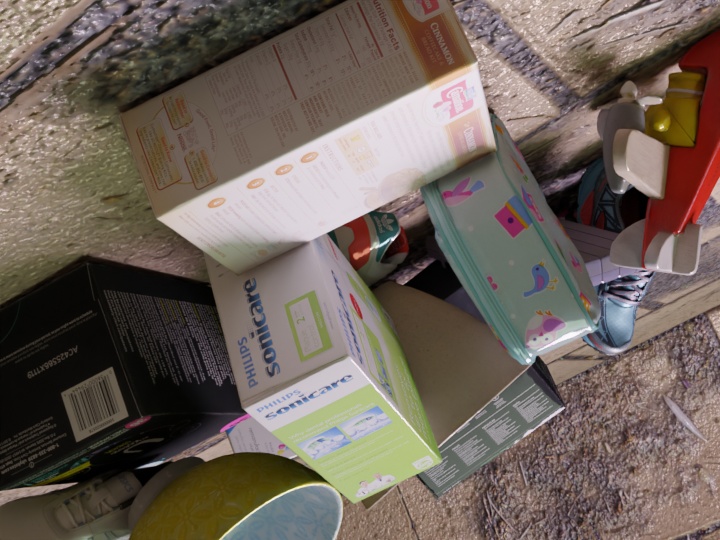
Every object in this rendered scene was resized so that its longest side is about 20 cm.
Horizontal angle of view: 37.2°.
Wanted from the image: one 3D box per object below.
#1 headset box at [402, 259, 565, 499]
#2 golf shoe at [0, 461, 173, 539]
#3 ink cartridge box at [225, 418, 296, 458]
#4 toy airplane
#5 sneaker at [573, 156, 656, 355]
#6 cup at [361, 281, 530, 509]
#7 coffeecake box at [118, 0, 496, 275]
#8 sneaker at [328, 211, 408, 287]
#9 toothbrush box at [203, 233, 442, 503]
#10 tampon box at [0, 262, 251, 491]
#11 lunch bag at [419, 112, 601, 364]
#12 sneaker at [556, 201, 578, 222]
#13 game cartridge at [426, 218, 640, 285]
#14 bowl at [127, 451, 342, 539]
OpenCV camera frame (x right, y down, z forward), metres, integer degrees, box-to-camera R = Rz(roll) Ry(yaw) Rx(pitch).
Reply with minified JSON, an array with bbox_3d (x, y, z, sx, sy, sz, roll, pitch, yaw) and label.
[{"bbox_3d":[0.083,0.106,1.121,0.174,0.200,0.093,-38,-158,12],"label":"headset box"},{"bbox_3d":[-0.221,0.190,0.849,0.097,0.078,0.199,-47,161,22],"label":"golf shoe"},{"bbox_3d":[-0.067,0.145,1.249,0.198,0.117,0.067,-21,-173,-10],"label":"ink cartridge box"},{"bbox_3d":[0.261,-0.094,0.922,0.199,0.140,0.201,-43,149,-26],"label":"toy airplane"},{"bbox_3d":[0.258,-0.013,1.062,0.078,0.203,0.095,-1,-176,-26],"label":"sneaker"},{"bbox_3d":[0.036,0.097,0.977,0.200,0.143,0.200,-40,171,-8],"label":"cup"},{"bbox_3d":[-0.023,-0.085,0.663,0.198,0.074,0.154,-25,164,5],"label":"coffeecake box"},{"bbox_3d":[0.000,-0.001,0.977,0.092,0.071,0.200,-16,161,-4],"label":"sneaker"},{"bbox_3d":[-0.026,0.065,0.801,0.085,0.147,0.200,-27,143,10],"label":"toothbrush box"},{"bbox_3d":[-0.202,0.091,0.878,0.149,0.127,0.200,-27,165,16],"label":"tampon box"},{"bbox_3d":[0.106,-0.032,0.805,0.077,0.161,0.200,-31,-166,13],"label":"lunch bag"},{"bbox_3d":[0.239,-0.030,1.149,0.120,0.084,0.200,-37,-174,33],"label":"sneaker"},{"bbox_3d":[0.165,-0.018,1.035,0.129,0.039,0.199,-20,-159,-24],"label":"game cartridge"},{"bbox_3d":[-0.119,0.210,0.836,0.199,0.107,0.201,-35,147,-26],"label":"bowl"}]
